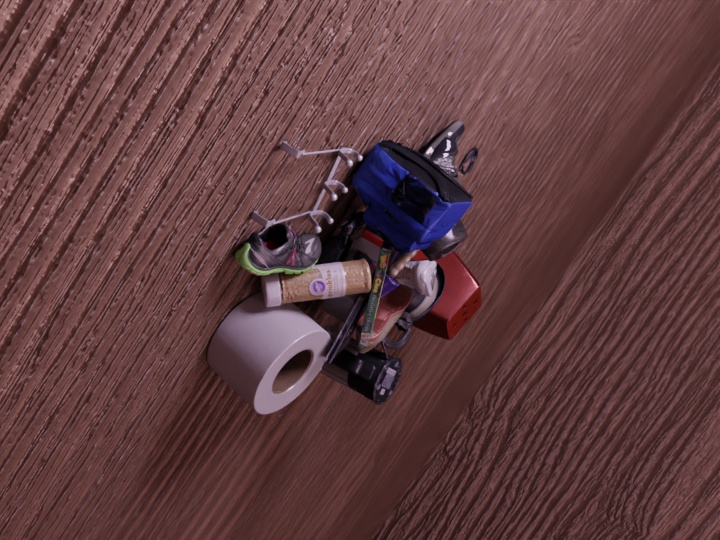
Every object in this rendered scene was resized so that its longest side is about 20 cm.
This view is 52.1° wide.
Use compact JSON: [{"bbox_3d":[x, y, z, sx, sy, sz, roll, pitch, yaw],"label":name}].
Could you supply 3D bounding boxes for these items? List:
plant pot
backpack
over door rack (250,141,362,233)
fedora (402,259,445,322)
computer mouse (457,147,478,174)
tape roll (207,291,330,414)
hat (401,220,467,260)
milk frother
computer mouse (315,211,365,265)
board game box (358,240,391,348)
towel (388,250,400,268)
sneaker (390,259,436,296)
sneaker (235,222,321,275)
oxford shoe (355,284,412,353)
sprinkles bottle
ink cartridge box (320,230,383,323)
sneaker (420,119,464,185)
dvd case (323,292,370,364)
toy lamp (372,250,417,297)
[{"bbox_3d":[0.208,0.062,1.926,0.200,0.176,0.200,-47,156,-13],"label":"plant pot"},{"bbox_3d":[0.079,-0.141,1.397,0.168,0.200,0.162,-50,166,16],"label":"backpack"},{"bbox_3d":[-0.082,-0.140,1.276,0.200,0.067,0.148,-10,132,-56],"label":"over door rack"},{"bbox_3d":[0.106,0.029,1.751,0.201,0.201,0.092,-48,124,-9],"label":"fedora"},{"bbox_3d":[0.196,-0.213,1.624,0.200,0.034,0.059,-43,138,-31],"label":"computer mouse"},{"bbox_3d":[-0.175,0.156,1.426,0.203,0.139,0.203,-41,154,-25],"label":"tape roll"},{"bbox_3d":[0.180,-0.077,1.596,0.201,0.081,0.201,-42,169,-10],"label":"hat"},{"bbox_3d":[0.005,0.173,1.710,0.200,0.188,0.181,-55,149,-22],"label":"milk frother"},{"bbox_3d":[-0.060,-0.033,1.470,0.200,0.053,0.139,-61,175,18],"label":"computer mouse"},{"bbox_3d":[0.031,0.043,1.436,0.105,0.023,0.200,-60,164,-72],"label":"board game box"},{"bbox_3d":[0.127,-0.085,1.667,0.200,0.024,0.145,-41,164,-37],"label":"towel"},{"bbox_3d":[0.111,0.011,1.599,0.200,0.099,0.078,39,60,-88],"label":"sneaker"},{"bbox_3d":[-0.131,-0.042,1.310,0.200,0.077,0.084,-15,141,-55],"label":"sneaker"},{"bbox_3d":[0.046,0.100,1.598,0.200,0.071,0.074,-42,156,-41],"label":"oxford shoe"},{"bbox_3d":[-0.083,0.022,1.379,0.200,0.068,0.068,-8,141,-12],"label":"sprinkles bottle"},{"bbox_3d":[0.000,0.000,1.553,0.200,0.067,0.116,-56,173,-30],"label":"ink cartridge box"},{"bbox_3d":[0.176,-0.218,1.537,0.199,0.114,0.076,-56,-167,-22],"label":"sneaker"},{"bbox_3d":[-0.018,0.107,1.513,0.149,0.016,0.200,-61,175,9],"label":"dvd case"},{"bbox_3d":[0.095,-0.027,1.499,0.200,0.058,0.058,-47,157,10],"label":"toy lamp"}]
